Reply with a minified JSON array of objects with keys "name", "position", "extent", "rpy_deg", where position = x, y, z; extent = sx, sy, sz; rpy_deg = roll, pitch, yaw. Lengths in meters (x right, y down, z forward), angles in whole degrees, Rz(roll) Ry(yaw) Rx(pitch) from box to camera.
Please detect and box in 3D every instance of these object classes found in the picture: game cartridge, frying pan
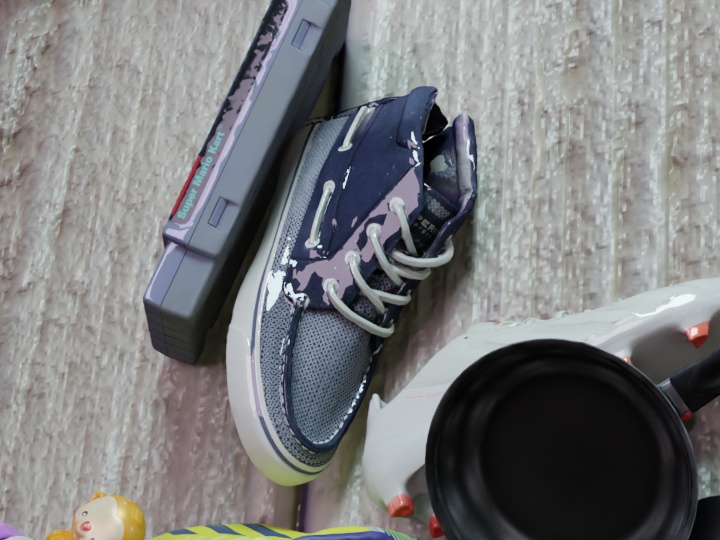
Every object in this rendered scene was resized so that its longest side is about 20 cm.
[{"name":"game cartridge","position":[-0.056,-0.058,0.979],"extent":[0.038,0.130,0.201],"rpy_deg":[23,76,6]},{"name":"frying pan","position":[0.100,0.052,0.786],"extent":[0.115,0.031,0.190],"rpy_deg":[34,111,11]}]

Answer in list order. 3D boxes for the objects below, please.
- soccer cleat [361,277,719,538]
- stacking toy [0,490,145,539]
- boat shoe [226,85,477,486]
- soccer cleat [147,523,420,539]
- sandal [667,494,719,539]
[{"name":"soccer cleat","position":[0.081,0.044,0.858],"extent":[0.200,0.069,0.078],"rpy_deg":[-30,48,22]},{"name":"stacking toy","position":[-0.180,0.165,0.937],"extent":[0.200,0.110,0.116],"rpy_deg":[-34,50,21]},{"name":"boat shoe","position":[0.000,0.000,0.923],"extent":[0.093,0.075,0.201],"rpy_deg":[-20,50,39]},{"name":"soccer cleat","position":[-0.046,0.138,0.881],"extent":[0.199,0.084,0.065],"rpy_deg":[-3,64,35]},{"name":"sandal","position":[0.155,0.173,0.744],"extent":[0.076,0.043,0.201],"rpy_deg":[-21,54,25]}]
